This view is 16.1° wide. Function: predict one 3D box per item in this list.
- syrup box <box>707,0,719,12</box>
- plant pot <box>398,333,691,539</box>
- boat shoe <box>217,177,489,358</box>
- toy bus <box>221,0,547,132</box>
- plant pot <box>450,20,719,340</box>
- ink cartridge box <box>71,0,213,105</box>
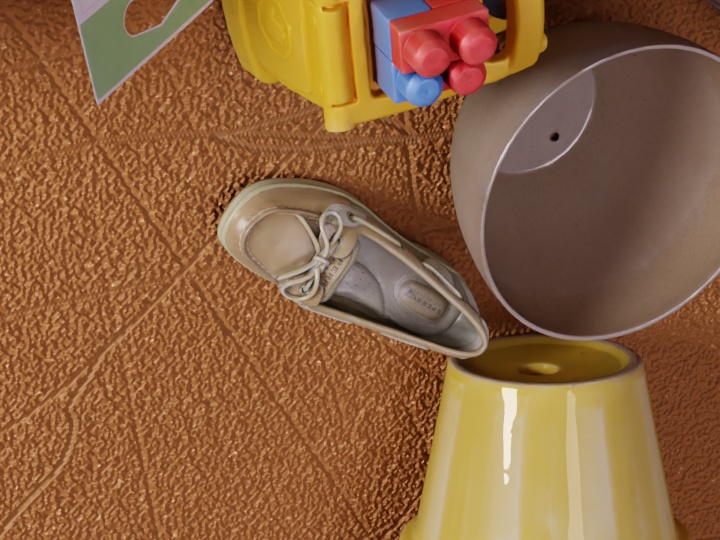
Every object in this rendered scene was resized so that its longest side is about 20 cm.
[{"bbox_3d":[0.309,-0.230,1.623,0.079,0.081,0.200,33,98,-37],"label":"syrup box"},{"bbox_3d":[0.122,0.148,1.694,0.201,0.201,0.189,-8,105,-24],"label":"plant pot"},{"bbox_3d":[-0.001,0.002,1.610,0.201,0.063,0.073,30,102,-37],"label":"boat shoe"},{"bbox_3d":[0.042,-0.160,1.456,0.200,0.192,0.136,-18,124,-19],"label":"toy bus"},{"bbox_3d":[0.135,-0.075,1.590,0.200,0.134,0.200,-13,123,-21],"label":"plant pot"},{"bbox_3d":[-0.140,-0.212,1.372,0.146,0.048,0.200,-49,141,-44],"label":"ink cartridge box"}]
